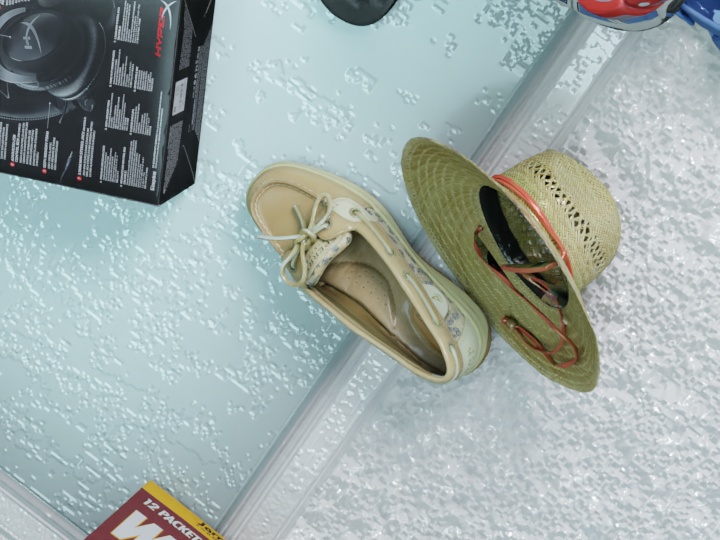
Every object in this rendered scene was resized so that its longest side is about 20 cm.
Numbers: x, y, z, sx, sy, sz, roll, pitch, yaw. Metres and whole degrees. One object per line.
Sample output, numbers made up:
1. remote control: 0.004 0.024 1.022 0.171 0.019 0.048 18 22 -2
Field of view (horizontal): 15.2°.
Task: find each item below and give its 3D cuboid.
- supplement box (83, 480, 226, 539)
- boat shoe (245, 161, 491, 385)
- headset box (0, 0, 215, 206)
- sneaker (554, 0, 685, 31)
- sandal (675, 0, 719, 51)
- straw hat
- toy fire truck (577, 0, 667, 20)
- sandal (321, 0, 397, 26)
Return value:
1. supplement box: -0.179 0.285 1.863 0.133 0.197 0.200 38 111 5
2. boat shoe: 0.000 0.000 1.801 0.200 0.063 0.073 37 114 11
3. headset box: -0.208 -0.140 1.825 0.199 0.077 0.149 12 107 15
4. sneaker: 0.123 -0.195 1.657 0.200 0.077 0.076 19 98 48
5. sandal: 0.243 -0.155 1.676 0.200 0.087 0.080 40 110 2
6. straw hat: 0.120 -0.027 1.743 0.085 0.201 0.201 -36 92 -16
7. toy fire truck: 0.109 -0.231 1.588 0.141 0.049 0.201 -27 84 52
8. sandal: 0.034 -0.242 1.739 0.075 0.045 0.200 34 111 6
